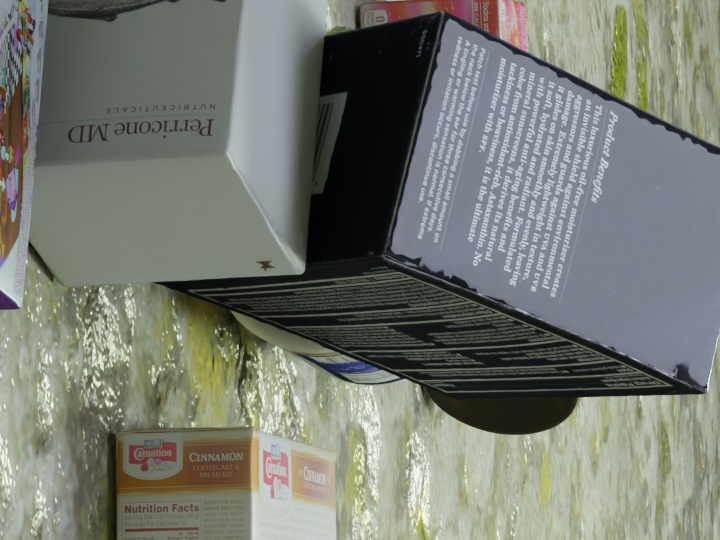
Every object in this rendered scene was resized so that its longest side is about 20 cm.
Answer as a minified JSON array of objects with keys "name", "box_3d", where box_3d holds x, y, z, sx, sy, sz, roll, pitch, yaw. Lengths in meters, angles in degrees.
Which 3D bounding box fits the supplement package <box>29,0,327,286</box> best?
[{"name":"supplement package","box_3d":[-0.086,-0.107,1.280,0.117,0.116,0.201,62,29,-60]}]

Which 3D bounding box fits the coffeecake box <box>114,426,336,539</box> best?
[{"name":"coffeecake box","box_3d":[-0.063,0.182,1.407,0.153,0.072,0.202,29,60,-73]}]

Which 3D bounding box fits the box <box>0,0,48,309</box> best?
[{"name":"box","box_3d":[-0.164,-0.100,1.126,0.137,0.039,0.202,54,36,-66]}]

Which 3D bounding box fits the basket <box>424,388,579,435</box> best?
[{"name":"basket","box_3d":[0.114,0.004,2.029,0.181,0.135,0.201,79,20,-48]}]

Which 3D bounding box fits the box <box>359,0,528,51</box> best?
[{"name":"box","box_3d":[0.060,-0.075,1.888,0.103,0.094,0.202,-8,95,-76]}]

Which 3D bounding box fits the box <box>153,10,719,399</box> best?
[{"name":"box","box_3d":[0.042,-0.024,1.373,0.198,0.199,0.124,23,74,-33]}]

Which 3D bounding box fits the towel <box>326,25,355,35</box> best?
[{"name":"towel","box_3d":[0.032,-0.039,1.740,0.036,0.148,0.201,-25,123,-26]}]

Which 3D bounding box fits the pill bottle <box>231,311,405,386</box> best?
[{"name":"pill bottle","box_3d":[0.000,0.000,1.592,0.200,0.119,0.121,36,53,-73]}]
